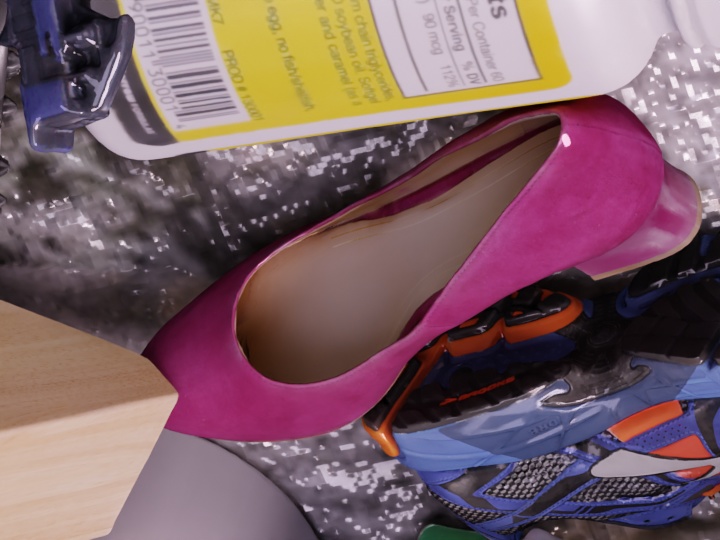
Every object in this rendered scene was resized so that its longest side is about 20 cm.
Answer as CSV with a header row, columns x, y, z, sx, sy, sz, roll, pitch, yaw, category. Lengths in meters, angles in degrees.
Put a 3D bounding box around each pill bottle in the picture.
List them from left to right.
x,y,z,sx,sy,sz,roll,pitch,yaw,category
0.019,-0.098,0.755,0.200,0.114,0.114,-7,120,15,pill bottle

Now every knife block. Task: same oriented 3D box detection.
x,y,z,sx,sy,sz,roll,pitch,yaw,category
-0.162,0.064,0.792,0.200,0.176,0.064,22,121,-12,knife block

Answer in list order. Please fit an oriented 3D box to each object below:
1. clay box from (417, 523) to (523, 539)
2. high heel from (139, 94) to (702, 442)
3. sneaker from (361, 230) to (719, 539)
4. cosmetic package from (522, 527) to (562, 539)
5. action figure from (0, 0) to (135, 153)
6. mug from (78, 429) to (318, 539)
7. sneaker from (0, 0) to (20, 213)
x,y,z,sx,sy,sz,roll,pitch,yaw,category
0.100,0.166,0.945,0.200,0.048,0.115,17,124,-1,clay box
0.000,0.000,0.821,0.200,0.067,0.096,-16,159,24,high heel
0.103,0.038,0.859,0.200,0.075,0.078,-11,128,26,sneaker
0.029,0.191,0.887,0.071,0.101,0.200,31,125,-5,cosmetic package
-0.045,-0.129,0.684,0.193,0.105,0.200,-4,87,18,action figure
-0.104,0.164,0.920,0.149,0.153,0.187,35,122,-13,mug
-0.145,-0.055,0.787,0.090,0.200,0.066,4,79,-9,sneaker
